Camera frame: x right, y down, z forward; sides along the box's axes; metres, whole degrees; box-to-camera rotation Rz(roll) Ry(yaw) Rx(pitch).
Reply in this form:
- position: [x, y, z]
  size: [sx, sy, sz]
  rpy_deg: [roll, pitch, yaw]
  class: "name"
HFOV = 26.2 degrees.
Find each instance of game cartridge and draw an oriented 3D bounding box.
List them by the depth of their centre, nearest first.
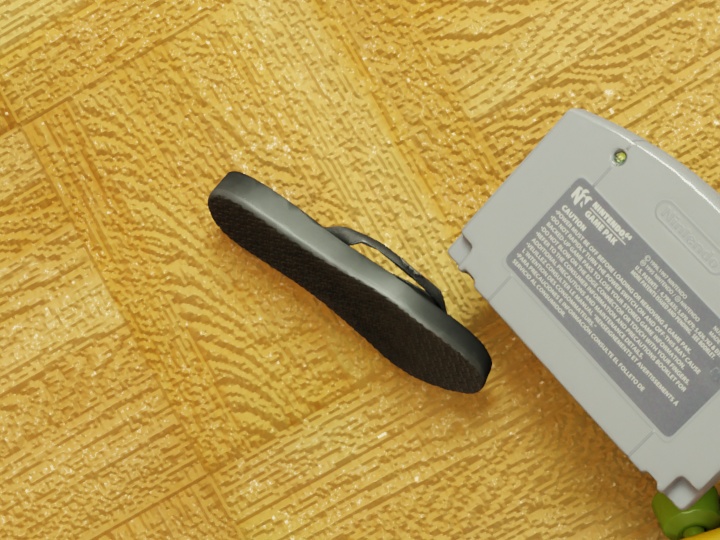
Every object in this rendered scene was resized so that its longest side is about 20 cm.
- position: [0.154, 0.013, 0.846]
  size: [0.200, 0.041, 0.133]
  rpy_deg: [49, 115, 19]
  class: "game cartridge"

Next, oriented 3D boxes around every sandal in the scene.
- position: [0.000, -0.001, 0.921]
  size: [0.200, 0.076, 0.043]
  rpy_deg: [37, 66, 6]
  class: "sandal"

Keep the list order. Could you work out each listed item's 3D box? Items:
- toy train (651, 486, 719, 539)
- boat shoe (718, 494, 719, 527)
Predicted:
- position: [0.184, 0.165, 0.843]
  size: [0.199, 0.085, 0.116]
  rpy_deg: [-19, 46, 7]
  class: "toy train"
- position: [0.244, 0.221, 0.883]
  size: [0.070, 0.070, 0.200]
  rpy_deg: [-31, 84, 8]
  class: "boat shoe"
